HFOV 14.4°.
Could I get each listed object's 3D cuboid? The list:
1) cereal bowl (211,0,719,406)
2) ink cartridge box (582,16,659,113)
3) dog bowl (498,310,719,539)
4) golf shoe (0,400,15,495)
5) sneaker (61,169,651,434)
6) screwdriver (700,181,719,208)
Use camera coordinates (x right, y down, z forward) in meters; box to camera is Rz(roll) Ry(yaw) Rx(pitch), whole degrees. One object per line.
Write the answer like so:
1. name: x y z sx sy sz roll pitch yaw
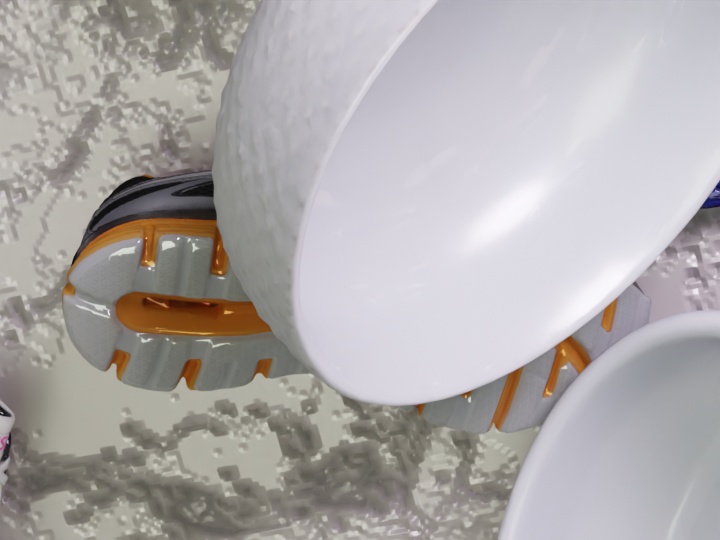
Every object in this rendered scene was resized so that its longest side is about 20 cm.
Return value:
1. cereal bowl: 0.033 -0.061 0.840 0.083 0.200 0.200 43 116 32
2. ink cartridge box: 0.092 -0.148 0.907 0.095 0.037 0.200 23 114 3
3. dog bowl: 0.128 0.115 0.904 0.079 0.200 0.200 9 116 -33
4. golf shoe: -0.161 0.083 0.999 0.092 0.073 0.200 -20 89 15
5. sneaker: 0.000 0.000 0.960 0.200 0.077 0.078 8 116 -11
6. screwdriver: 0.142 -0.026 0.946 0.200 0.028 0.029 3 81 8
